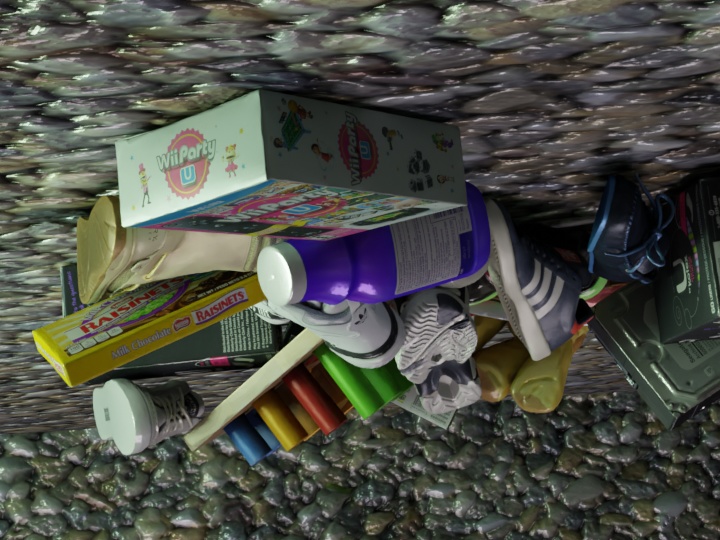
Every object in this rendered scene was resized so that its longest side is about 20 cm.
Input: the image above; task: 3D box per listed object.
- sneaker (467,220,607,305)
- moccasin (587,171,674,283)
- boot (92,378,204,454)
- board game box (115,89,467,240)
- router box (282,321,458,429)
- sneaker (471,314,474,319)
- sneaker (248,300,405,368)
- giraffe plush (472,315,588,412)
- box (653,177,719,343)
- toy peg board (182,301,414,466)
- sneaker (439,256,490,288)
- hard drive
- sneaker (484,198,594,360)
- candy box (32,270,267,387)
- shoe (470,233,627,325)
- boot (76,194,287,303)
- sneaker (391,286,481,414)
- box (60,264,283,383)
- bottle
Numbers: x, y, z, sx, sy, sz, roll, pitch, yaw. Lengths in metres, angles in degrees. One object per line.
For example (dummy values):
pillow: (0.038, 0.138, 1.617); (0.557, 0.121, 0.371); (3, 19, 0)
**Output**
sneaker: (0.138, -0.015, 1.715); (0.198, 0.077, 0.084); (-5, 142, 17)
moccasin: (0.236, -0.036, 1.541); (0.068, 0.081, 0.200); (18, 174, 11)
boot: (-0.196, 0.131, 1.726); (0.095, 0.074, 0.200); (-9, -177, -17)
board game box: (-0.046, -0.067, 1.233); (0.147, 0.065, 0.199); (-14, 167, 42)
router box: (0.018, 0.094, 1.929); (0.199, 0.051, 0.149); (26, -173, 1)
sneaker: (0.021, 0.046, 1.821); (0.198, 0.117, 0.078); (-8, 171, 14)
sneaker: (-0.056, 0.006, 1.550); (0.199, 0.075, 0.115); (29, 167, 32)
giraffe plush: (0.199, 0.044, 1.923); (0.200, 0.173, 0.162); (-46, 168, 18)
box: (0.333, -0.009, 1.604); (0.105, 0.123, 0.200); (-5, 171, -6)
toy peg board: (-0.035, 0.118, 1.722); (0.199, 0.098, 0.200); (-41, 173, 24)
sneaker: (0.026, -0.031, 1.514); (0.199, 0.072, 0.072); (16, -162, -44)
hard drive: (0.335, 0.046, 1.731); (0.199, 0.140, 0.038); (-30, 157, -17)
sneaker: (0.160, -0.006, 1.616); (0.084, 0.075, 0.200); (-29, 139, -2)
candy box: (-0.163, 0.032, 1.466); (0.199, 0.027, 0.102); (-25, -160, -18)
shoe: (0.193, 0.006, 1.781); (0.198, 0.092, 0.071); (4, -176, -6)
boot: (-0.146, -0.021, 1.442); (0.154, 0.073, 0.200); (-4, 168, -19)
sneaker: (0.062, 0.035, 1.647); (0.079, 0.130, 0.199); (-20, 150, 6)
box: (-0.176, 0.045, 1.712); (0.198, 0.107, 0.122); (-5, 171, 0)
bottle: (0.012, -0.017, 1.407); (0.199, 0.084, 0.065); (-17, -167, -36)
